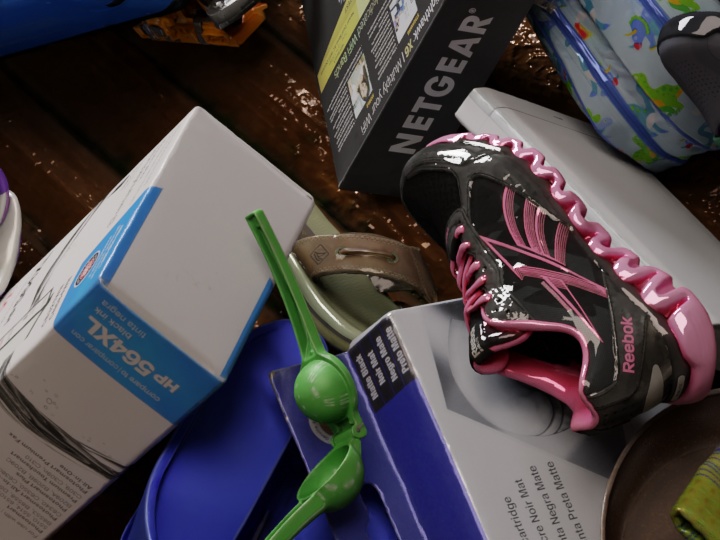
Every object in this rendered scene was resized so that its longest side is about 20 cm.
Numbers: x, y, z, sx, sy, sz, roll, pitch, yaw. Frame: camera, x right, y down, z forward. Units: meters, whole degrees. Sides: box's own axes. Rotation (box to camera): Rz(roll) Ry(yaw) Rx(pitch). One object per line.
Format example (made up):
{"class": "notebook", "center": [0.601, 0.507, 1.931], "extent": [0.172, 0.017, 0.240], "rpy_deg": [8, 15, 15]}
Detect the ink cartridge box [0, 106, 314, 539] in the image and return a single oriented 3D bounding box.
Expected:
{"class": "ink cartridge box", "center": [-0.128, 0.033, 1.471], "extent": [0.084, 0.200, 0.146], "rpy_deg": [38, 42, -13]}

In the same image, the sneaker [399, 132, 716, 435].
{"class": "sneaker", "center": [0.077, 0.008, 1.406], "extent": [0.095, 0.079, 0.200], "rpy_deg": [-30, 53, -28]}

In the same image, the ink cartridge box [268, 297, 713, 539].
{"class": "ink cartridge box", "center": [0.081, 0.103, 1.416], "extent": [0.199, 0.041, 0.200], "rpy_deg": [-12, 63, -26]}

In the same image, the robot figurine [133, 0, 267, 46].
{"class": "robot figurine", "center": [-0.070, -0.206, 1.721], "extent": [0.144, 0.058, 0.201], "rpy_deg": [9, 56, 40]}

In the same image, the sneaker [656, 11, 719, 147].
{"class": "sneaker", "center": [0.225, -0.052, 1.484], "extent": [0.074, 0.199, 0.088], "rpy_deg": [-19, 43, 56]}

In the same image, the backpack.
{"class": "backpack", "center": [0.156, -0.153, 1.589], "extent": [0.154, 0.163, 0.200], "rpy_deg": [-50, 55, 4]}

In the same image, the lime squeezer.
{"class": "lime squeezer", "center": [-0.031, 0.072, 1.382], "extent": [0.070, 0.038, 0.201], "rpy_deg": [10, 65, -15]}

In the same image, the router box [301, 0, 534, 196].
{"class": "router box", "center": [0.033, -0.163, 1.594], "extent": [0.052, 0.200, 0.158], "rpy_deg": [7, 50, -22]}

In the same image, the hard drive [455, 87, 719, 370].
{"class": "hard drive", "center": [0.148, -0.017, 1.508], "extent": [0.027, 0.132, 0.200], "rpy_deg": [-53, 53, 17]}

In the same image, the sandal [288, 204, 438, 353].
{"class": "sandal", "center": [-0.001, -0.001, 1.549], "extent": [0.201, 0.080, 0.058], "rpy_deg": [45, 112, 35]}

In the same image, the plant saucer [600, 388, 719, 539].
{"class": "plant saucer", "center": [0.202, 0.151, 1.388], "extent": [0.199, 0.032, 0.201], "rpy_deg": [10, 57, -15]}

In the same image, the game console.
{"class": "game console", "center": [-0.198, -0.189, 1.671], "extent": [0.199, 0.170, 0.119], "rpy_deg": [-12, 82, 37]}

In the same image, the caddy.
{"class": "caddy", "center": [-0.039, 0.126, 1.462], "extent": [0.141, 0.105, 0.201], "rpy_deg": [27, 57, 4]}

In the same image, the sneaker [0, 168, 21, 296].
{"class": "sneaker", "center": [-0.235, -0.049, 1.622], "extent": [0.114, 0.072, 0.201], "rpy_deg": [-41, 53, 36]}

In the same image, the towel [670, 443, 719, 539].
{"class": "towel", "center": [0.249, 0.102, 1.404], "extent": [0.144, 0.023, 0.200], "rpy_deg": [42, 54, 7]}
